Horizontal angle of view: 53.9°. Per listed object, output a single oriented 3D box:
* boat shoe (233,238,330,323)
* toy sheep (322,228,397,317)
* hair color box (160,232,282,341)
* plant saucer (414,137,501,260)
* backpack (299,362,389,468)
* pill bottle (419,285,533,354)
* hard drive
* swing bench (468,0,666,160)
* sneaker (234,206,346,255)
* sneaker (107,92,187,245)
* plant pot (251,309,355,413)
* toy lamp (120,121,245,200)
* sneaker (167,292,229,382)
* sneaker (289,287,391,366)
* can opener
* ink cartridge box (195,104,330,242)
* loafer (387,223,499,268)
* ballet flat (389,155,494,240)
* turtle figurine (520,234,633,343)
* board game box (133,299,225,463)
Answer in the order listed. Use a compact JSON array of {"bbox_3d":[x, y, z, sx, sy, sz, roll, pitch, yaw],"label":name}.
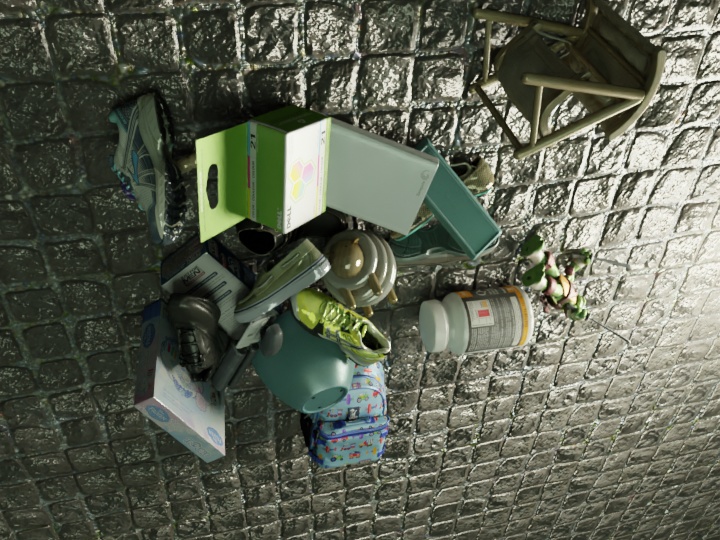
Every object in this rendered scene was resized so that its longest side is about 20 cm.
[{"bbox_3d":[-0.131,0.016,1.110,0.198,0.072,0.063,-32,97,27],"label":"boat shoe"},{"bbox_3d":[0.000,0.000,1.169,0.136,0.140,0.200,-27,162,8],"label":"toy sheep"},{"bbox_3d":[-0.228,0.033,1.178,0.099,0.061,0.200,-33,132,12],"label":"hair color box"},{"bbox_3d":[0.144,-0.111,1.124,0.070,0.019,0.201,-42,101,-1],"label":"plant saucer"},{"bbox_3d":[-0.025,0.272,1.405,0.178,0.136,0.203,-2,128,-17],"label":"backpack"},{"bbox_3d":[0.217,0.095,1.336,0.195,0.118,0.118,-5,132,-14],"label":"pill bottle"},{"bbox_3d":[0.005,-0.144,1.078,0.196,0.027,0.134,19,123,-9],"label":"hard drive"},{"bbox_3d":[0.273,-0.274,0.974,0.195,0.201,0.132,-11,134,-7],"label":"swing bench"},{"bbox_3d":[-0.108,-0.063,1.100,0.195,0.107,0.076,6,129,-22],"label":"sneaker"},{"bbox_3d":[-0.290,-0.131,0.956,0.084,0.205,0.078,-10,175,7],"label":"sneaker"},{"bbox_3d":[-0.086,0.169,1.253,0.196,0.137,0.202,-20,151,-12],"label":"plant pot"},{"bbox_3d":[-0.246,-0.152,1.014,0.196,0.059,0.059,-20,134,0],"label":"toy lamp"},{"bbox_3d":[-0.261,0.110,1.133,0.074,0.092,0.202,5,145,13],"label":"sneaker"},{"bbox_3d":[-0.029,0.085,1.172,0.198,0.077,0.076,34,148,-24],"label":"sneaker"},{"bbox_3d":[-0.189,0.148,1.189,0.053,0.067,0.201,-13,147,-45],"label":"can opener"},{"bbox_3d":[-0.129,-0.125,0.969,0.199,0.074,0.151,-36,139,-49],"label":"ink cartridge box"},{"bbox_3d":[0.142,-0.041,1.238,0.195,0.073,0.063,-6,153,-3],"label":"loafer"},{"bbox_3d":[0.123,-0.127,1.157,0.197,0.068,0.076,-28,111,1],"label":"ballet flat"},{"bbox_3d":[0.397,0.015,1.311,0.192,0.199,0.146,30,83,-31],"label":"turtle figurine"},{"bbox_3d":[-0.298,0.188,1.195,0.043,0.202,0.201,-24,133,11],"label":"board game box"}]
